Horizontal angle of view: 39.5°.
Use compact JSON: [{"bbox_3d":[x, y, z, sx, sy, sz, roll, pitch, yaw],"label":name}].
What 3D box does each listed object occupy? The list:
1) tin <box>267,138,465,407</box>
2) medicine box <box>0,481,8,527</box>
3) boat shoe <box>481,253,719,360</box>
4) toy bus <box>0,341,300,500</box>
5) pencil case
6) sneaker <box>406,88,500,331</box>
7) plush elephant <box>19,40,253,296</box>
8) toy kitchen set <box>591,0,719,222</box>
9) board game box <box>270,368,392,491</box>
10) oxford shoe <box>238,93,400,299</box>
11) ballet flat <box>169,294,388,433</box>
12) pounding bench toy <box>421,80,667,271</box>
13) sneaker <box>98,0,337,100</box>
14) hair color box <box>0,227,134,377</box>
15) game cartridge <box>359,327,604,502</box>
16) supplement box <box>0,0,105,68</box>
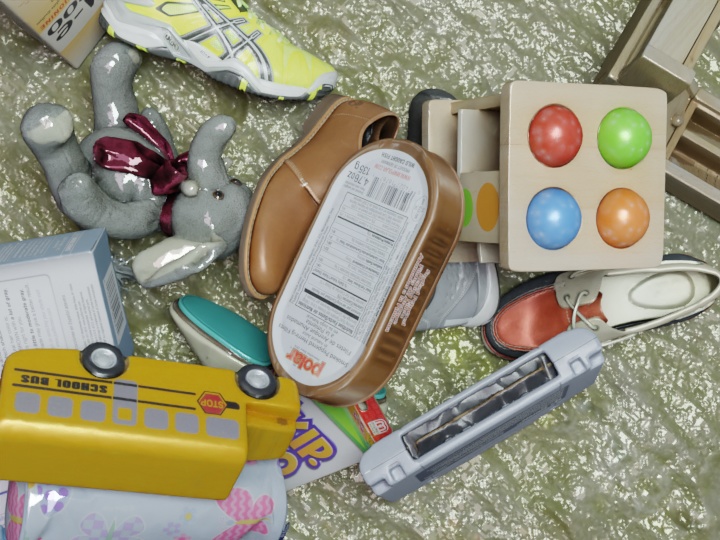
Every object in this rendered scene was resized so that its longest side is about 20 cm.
[{"bbox_3d":[0.000,0.000,0.725,0.112,0.042,0.201,26,91,45],"label":"tin"},{"bbox_3d":[-0.294,0.141,0.794,0.181,0.103,0.201,-18,87,-2],"label":"medicine box"},{"bbox_3d":[0.199,0.030,0.830,0.199,0.063,0.072,-12,89,0],"label":"boat shoe"},{"bbox_3d":[-0.141,0.103,0.670,0.199,0.079,0.065,11,131,-21],"label":"toy bus"},{"bbox_3d":[-0.153,0.165,0.720,0.199,0.083,0.091,6,130,-28],"label":"pencil case"},{"bbox_3d":[0.042,-0.046,0.808,0.115,0.075,0.201,-11,87,-25],"label":"sneaker"},{"bbox_3d":[-0.149,-0.065,0.785,0.154,0.165,0.201,2,115,12],"label":"plush elephant"},{"bbox_3d":[0.292,-0.159,0.773,0.180,0.200,0.164,30,83,1],"label":"toy kitchen set"},{"bbox_3d":[-0.081,0.135,0.798,0.199,0.030,0.096,-25,109,10],"label":"board game box"},{"bbox_3d":[-0.031,-0.061,0.789,0.071,0.071,0.201,12,61,31],"label":"oxford shoe"},{"bbox_3d":[-0.074,0.090,0.825,0.199,0.069,0.070,26,87,0],"label":"ballet flat"},{"bbox_3d":[0.167,-0.067,0.741,0.199,0.156,0.125,-2,94,-22],"label":"pounding bench toy"},{"bbox_3d":[-0.109,-0.196,0.816,0.199,0.075,0.077,19,105,-12],"label":"sneaker"},{"bbox_3d":[-0.270,0.039,0.704,0.198,0.061,0.100,-9,110,-2],"label":"hair color box"},{"bbox_3d":[0.095,0.116,0.786,0.199,0.133,0.042,-30,76,-1],"label":"game cartridge"},{"bbox_3d":[-0.237,-0.251,0.769,0.073,0.200,0.126,37,88,5],"label":"supplement box"}]
